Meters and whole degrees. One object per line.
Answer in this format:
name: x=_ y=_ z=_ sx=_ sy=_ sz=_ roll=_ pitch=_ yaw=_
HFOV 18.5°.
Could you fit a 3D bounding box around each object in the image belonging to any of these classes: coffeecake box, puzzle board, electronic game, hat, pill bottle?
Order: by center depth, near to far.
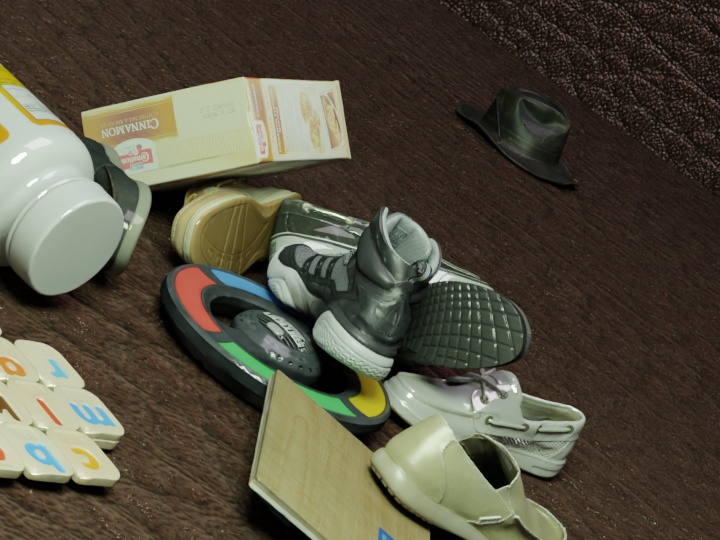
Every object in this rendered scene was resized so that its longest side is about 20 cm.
puzzle board: x=-0.012 y=0.154 z=1.494 sx=0.151 sy=0.017 sz=0.200 roll=42 pitch=15 yaw=-11
pill bottle: x=-0.258 y=-0.074 z=1.550 sx=0.200 sy=0.111 sz=0.111 roll=42 pitch=18 yaw=28
electronic game: x=-0.063 y=0.058 z=1.672 sx=0.199 sy=0.042 sz=0.200 roll=31 pitch=16 yaw=-10
coffeecake box: x=-0.118 y=-0.113 z=1.864 sx=0.200 sy=0.153 sz=0.073 roll=-10 pitch=90 yaw=-68
hat: x=0.229 y=-0.195 z=2.946 sx=0.200 sy=0.081 sz=0.201 roll=32 pitch=15 yaw=-9

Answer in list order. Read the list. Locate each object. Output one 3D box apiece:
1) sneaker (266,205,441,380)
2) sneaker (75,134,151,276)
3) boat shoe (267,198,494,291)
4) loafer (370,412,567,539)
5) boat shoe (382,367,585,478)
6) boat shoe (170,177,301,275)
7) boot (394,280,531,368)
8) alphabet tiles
sneaker: x=0.000 y=0.000 z=1.708 sx=0.075 sy=0.114 sz=0.200 roll=31 pitch=8 yaw=-29
sneaker: x=-0.228 y=-0.059 z=1.661 sx=0.106 sy=0.075 sz=0.200 roll=21 pitch=10 yaw=-24
boat shoe: x=0.023 y=-0.012 z=1.846 sx=0.199 sy=0.064 sz=0.071 roll=17 pitch=-24 yaw=-15
loafer: x=0.092 y=0.161 z=1.588 sx=0.200 sy=0.068 sz=0.076 roll=31 pitch=17 yaw=-44
boat shoe: x=0.102 y=0.108 z=1.797 sx=0.199 sy=0.069 sz=0.071 roll=19 pitch=23 yaw=-39
boat shoe: x=-0.116 y=-0.038 z=1.825 sx=0.069 sy=0.074 sz=0.200 roll=18 pitch=10 yaw=18
boot: x=0.083 y=0.049 z=1.799 sx=0.199 sy=0.070 sz=0.131 roll=5 pitch=-4 yaw=41
alphabet tiles: x=-0.237 y=0.068 z=1.346 sx=0.200 sy=0.015 sz=0.196 roll=13 pitch=25 yaw=-52
